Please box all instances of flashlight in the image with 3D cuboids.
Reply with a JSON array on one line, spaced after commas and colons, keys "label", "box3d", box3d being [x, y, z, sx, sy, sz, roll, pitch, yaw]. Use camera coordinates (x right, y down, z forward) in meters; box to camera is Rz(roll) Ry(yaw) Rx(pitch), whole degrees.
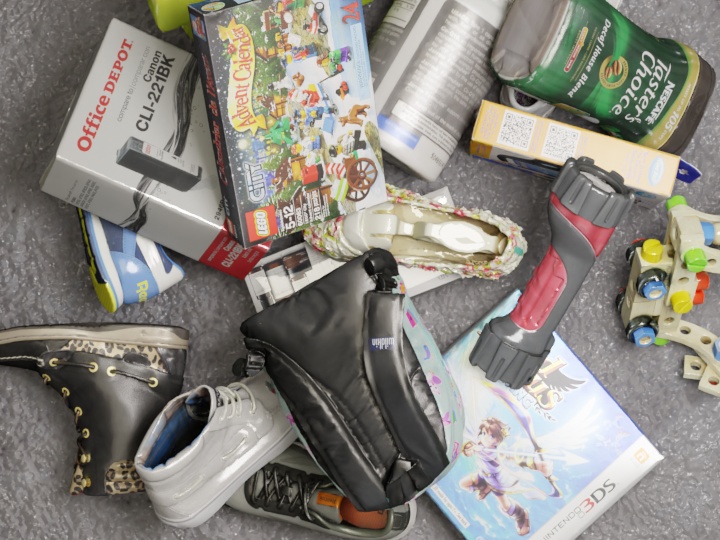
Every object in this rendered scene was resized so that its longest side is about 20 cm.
[{"label": "flashlight", "box3d": [0.155, 0.004, 1.431, 0.068, 0.068, 0.201, 39, 115, 21]}]

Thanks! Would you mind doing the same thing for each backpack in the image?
[{"label": "backpack", "box3d": [0.009, 0.097, 1.439, 0.166, 0.126, 0.202, -30, 89, 22]}]

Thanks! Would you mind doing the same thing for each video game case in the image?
[{"label": "video game case", "box3d": [0.137, 0.149, 1.516, 0.181, 0.045, 0.200, -41, 87, -1]}]

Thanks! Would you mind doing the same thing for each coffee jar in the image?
[{"label": "coffee jar", "box3d": [0.213, -0.171, 1.463, 0.199, 0.085, 0.105, 22, 94, -35]}]

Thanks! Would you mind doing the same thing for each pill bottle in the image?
[{"label": "pill bottle", "box3d": [0.068, -0.190, 1.497, 0.113, 0.114, 0.201, 31, 90, 3]}]

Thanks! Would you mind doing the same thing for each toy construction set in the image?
[{"label": "toy construction set", "box3d": [0.294, 0.015, 1.474, 0.129, 0.093, 0.202, -6, 125, -7]}]

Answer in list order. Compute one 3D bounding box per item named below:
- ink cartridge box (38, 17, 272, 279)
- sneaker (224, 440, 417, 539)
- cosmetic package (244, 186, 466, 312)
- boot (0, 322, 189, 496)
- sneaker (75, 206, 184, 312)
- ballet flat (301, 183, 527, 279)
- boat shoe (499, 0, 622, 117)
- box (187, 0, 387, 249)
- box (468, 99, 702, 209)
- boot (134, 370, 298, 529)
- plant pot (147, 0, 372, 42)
[{"label": "ink cartridge box", "box3d": [-0.157, -0.104, 1.473, 0.198, 0.084, 0.146, 23, 65, -11]}, {"label": "sneaker", "box3d": [-0.048, 0.191, 1.504, 0.198, 0.079, 0.075, 12, 89, 7]}, {"label": "cosmetic package", "box3d": [0.000, 0.000, 1.524, 0.198, 0.051, 0.083, -22, 88, 1]}, {"label": "boot", "box3d": [-0.249, 0.123, 1.521, 0.197, 0.073, 0.153, -1, 88, -3]}, {"label": "sneaker", "box3d": [-0.213, -0.066, 1.526, 0.081, 0.074, 0.202, -12, 81, -14]}, {"label": "ballet flat", "box3d": [0.046, -0.036, 1.467, 0.197, 0.064, 0.077, 5, 87, 3]}, {"label": "boat shoe", "box3d": [0.182, -0.225, 1.516, 0.072, 0.069, 0.201, 33, 90, 3]}, {"label": "box", "box3d": [-0.056, -0.133, 1.386, 0.135, 0.038, 0.202, -20, 118, -21]}, {"label": "box", "box3d": [0.193, -0.096, 1.486, 0.198, 0.119, 0.042, 18, 88, 3]}, {"label": "boot", "box3d": [-0.111, 0.126, 1.472, 0.073, 0.096, 0.200, 27, 63, 31]}, {"label": "plant pot", "box3d": [-0.099, -0.307, 1.446, 0.198, 0.181, 0.201, -22, 85, 21]}]
